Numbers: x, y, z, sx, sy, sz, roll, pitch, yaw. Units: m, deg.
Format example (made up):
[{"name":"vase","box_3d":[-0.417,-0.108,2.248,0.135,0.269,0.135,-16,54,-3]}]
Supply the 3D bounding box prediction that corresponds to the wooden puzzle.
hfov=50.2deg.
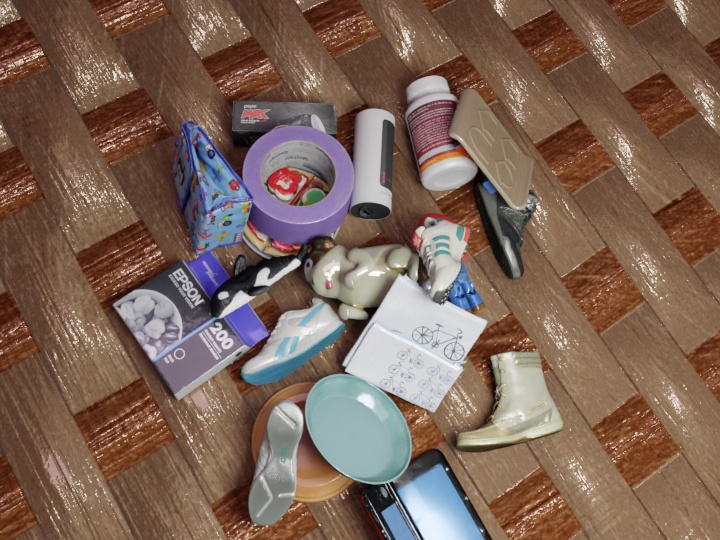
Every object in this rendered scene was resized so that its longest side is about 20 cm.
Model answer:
[{"name":"wooden puzzle","box_3d":[0.238,-0.222,1.429,0.200,0.046,0.186,43,38,-18]}]

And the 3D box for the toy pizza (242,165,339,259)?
[{"name":"toy pizza","box_3d":[-0.133,-0.111,1.432,0.198,0.032,0.202,2,70,-6]}]

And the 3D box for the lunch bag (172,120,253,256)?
[{"name":"lunch bag","box_3d":[-0.279,-0.155,1.365,0.093,0.151,0.201,-19,69,-27]}]

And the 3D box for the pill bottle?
[{"name":"pill bottle","box_3d":[0.149,-0.265,1.477,0.112,0.113,0.202,-9,72,-10]}]

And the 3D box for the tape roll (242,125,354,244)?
[{"name":"tape roll","box_3d":[-0.113,-0.154,1.388,0.198,0.085,0.202,3,66,-7]}]

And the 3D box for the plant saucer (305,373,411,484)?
[{"name":"plant saucer","box_3d":[-0.009,0.263,1.251,0.199,0.036,0.201,22,40,-20]}]

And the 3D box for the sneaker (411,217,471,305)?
[{"name":"sneaker","box_3d":[0.121,-0.021,1.270,0.093,0.071,0.200,23,40,2]}]

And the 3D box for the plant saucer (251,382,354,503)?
[{"name":"plant saucer","box_3d":[-0.085,0.285,1.293,0.198,0.038,0.202,2,70,-6]}]

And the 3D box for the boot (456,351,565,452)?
[{"name":"boot","box_3d":[0.242,0.225,1.334,0.198,0.072,0.156,-9,72,-15]}]

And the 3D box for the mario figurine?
[{"name":"mario figurine","box_3d":[0.151,-0.006,1.404,0.105,0.123,0.202,-21,84,12]}]

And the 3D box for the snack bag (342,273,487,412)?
[{"name":"snack bag","box_3d":[0.096,0.126,1.295,0.187,0.021,0.201,28,109,-12]}]

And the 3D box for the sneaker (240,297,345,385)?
[{"name":"sneaker","box_3d":[-0.127,0.125,1.331,0.199,0.077,0.081,-32,69,-23]}]

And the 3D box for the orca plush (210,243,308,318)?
[{"name":"orca plush","box_3d":[-0.182,0.000,1.326,0.199,0.105,0.072,-32,101,-11]}]

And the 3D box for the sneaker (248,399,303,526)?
[{"name":"sneaker","box_3d":[-0.132,0.305,1.228,0.070,0.080,0.202,14,89,-9]}]

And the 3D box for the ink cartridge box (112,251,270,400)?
[{"name":"ink cartridge box","box_3d":[-0.291,0.086,1.338,0.199,0.043,0.199,-35,78,-18]}]

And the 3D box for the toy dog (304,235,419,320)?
[{"name":"toy dog","box_3d":[0.000,0.000,1.350,0.198,0.140,0.195,6,43,0]}]

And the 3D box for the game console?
[{"name":"game console","box_3d":[0.111,0.406,1.232,0.118,0.172,0.201,-34,75,11]}]

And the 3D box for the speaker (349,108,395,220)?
[{"name":"speaker","box_3d":[0.023,-0.200,1.457,0.080,0.081,0.202,5,69,-5]}]

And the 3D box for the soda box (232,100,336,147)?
[{"name":"soda box","box_3d":[-0.145,-0.279,1.475,0.198,0.063,0.072,0,70,-6]}]

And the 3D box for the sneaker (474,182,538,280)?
[{"name":"sneaker","box_3d":[0.295,-0.084,1.448,0.113,0.076,0.201,-12,67,-4]}]
